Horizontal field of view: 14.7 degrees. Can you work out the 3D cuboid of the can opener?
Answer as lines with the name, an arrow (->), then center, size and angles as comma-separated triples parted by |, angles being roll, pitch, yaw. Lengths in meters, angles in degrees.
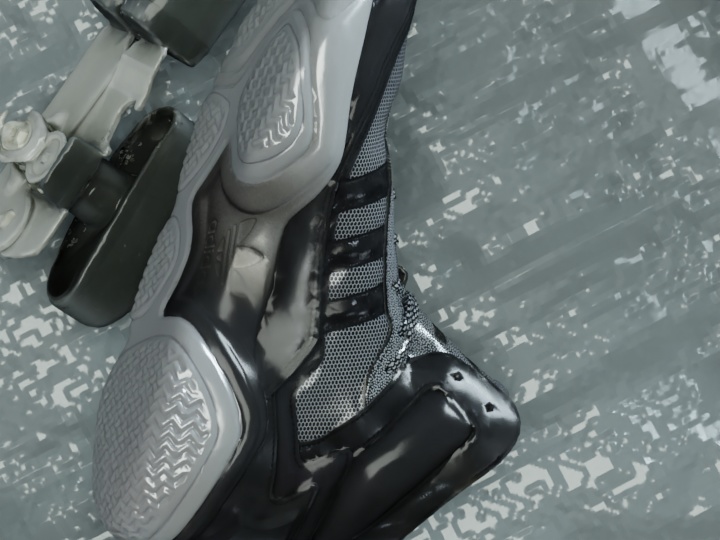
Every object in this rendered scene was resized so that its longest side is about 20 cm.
can opener -> -0.054, -0.080, 0.881 | 0.066, 0.053, 0.201 | 33, 88, -32

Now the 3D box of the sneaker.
sneaker -> 0.000, 0.000, 0.846 | 0.113, 0.075, 0.201 | 21, 90, -21
